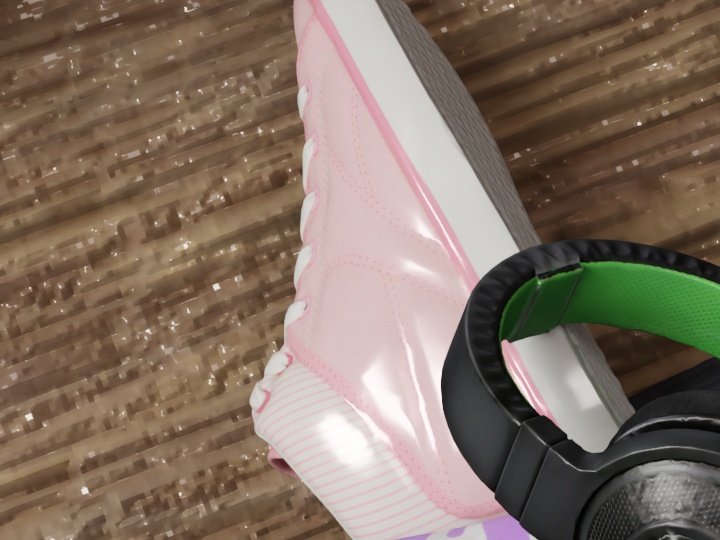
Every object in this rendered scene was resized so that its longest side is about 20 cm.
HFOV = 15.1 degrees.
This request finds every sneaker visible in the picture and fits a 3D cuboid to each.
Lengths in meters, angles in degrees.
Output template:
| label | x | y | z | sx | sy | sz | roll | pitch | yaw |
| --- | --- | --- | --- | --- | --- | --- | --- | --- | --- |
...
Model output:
| label | x | y | z | sx | sy | sz | roll | pitch | yaw |
| --- | --- | --- | --- | --- | --- | --- | --- | --- | --- |
| sneaker | 0.000 | 0.000 | 0.811 | 0.104 | 0.075 | 0.201 | -33 | 62 | 13 |

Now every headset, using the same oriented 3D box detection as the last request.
| label | x | y | z | sx | sy | sz | roll | pitch | yaw |
| --- | --- | --- | --- | --- | --- | --- | --- | --- | --- |
| headset | 0.103 | 0.071 | 0.692 | 0.123 | 0.094 | 0.200 | -15 | 45 | -42 |

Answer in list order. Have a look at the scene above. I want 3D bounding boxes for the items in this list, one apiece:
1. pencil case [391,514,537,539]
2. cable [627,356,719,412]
| label | x | y | z | sx | sy | sz | roll | pitch | yaw |
| --- | --- | --- | --- | --- | --- | --- | --- | --- | --- |
| pencil case | -0.006 | 0.121 | 0.743 | 0.199 | 0.084 | 0.086 | -16 | 40 | 12 |
| cable | 0.107 | 0.114 | 0.811 | 0.199 | 0.051 | 0.164 | -26 | 87 | -8 |
